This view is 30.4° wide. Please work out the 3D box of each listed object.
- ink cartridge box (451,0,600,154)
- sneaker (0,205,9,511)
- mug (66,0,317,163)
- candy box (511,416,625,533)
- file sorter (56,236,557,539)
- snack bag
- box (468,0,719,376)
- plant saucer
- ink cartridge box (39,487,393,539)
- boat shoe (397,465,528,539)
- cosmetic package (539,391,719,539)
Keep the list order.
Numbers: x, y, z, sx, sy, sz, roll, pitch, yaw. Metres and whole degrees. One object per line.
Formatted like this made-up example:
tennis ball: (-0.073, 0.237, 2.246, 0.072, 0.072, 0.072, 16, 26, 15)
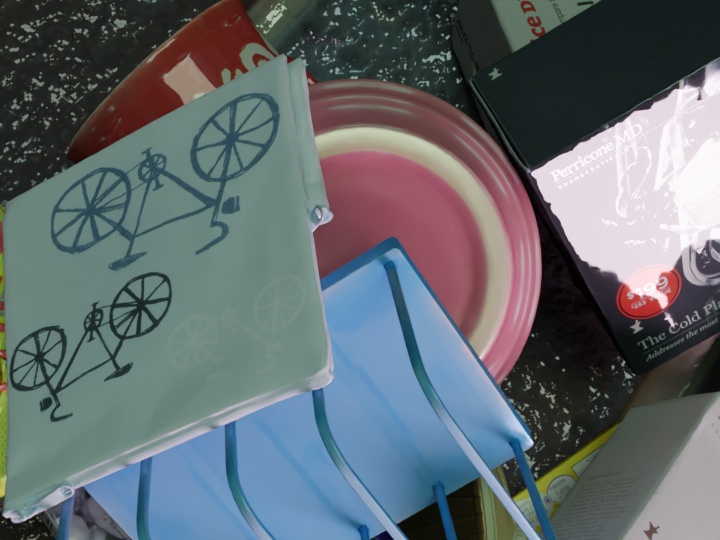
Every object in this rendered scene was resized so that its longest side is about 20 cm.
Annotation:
ink cartridge box: (0.176, -0.146, 0.866, 0.200, 0.084, 0.145, -10, 55, -10)
sneaker: (-0.210, 0.034, 0.711, 0.078, 0.090, 0.200, -17, 57, -5)
mug: (-0.039, -0.053, 0.780, 0.200, 0.133, 0.178, 47, 61, -3)
candy box: (0.120, 0.178, 0.799, 0.200, 0.026, 0.102, -30, 84, -20)
file sorter: (-0.027, 0.111, 0.622, 0.200, 0.123, 0.139, -31, 116, 10)
snack bag: (-0.096, 0.005, 0.642, 0.188, 0.021, 0.200, -25, 52, 18)
box: (0.195, -0.070, 0.760, 0.200, 0.182, 0.104, -31, 38, 6)
plant saucer: (0.000, 0.000, 0.693, 0.200, 0.051, 0.201, -1, 95, -7)
ink cartridge box: (-0.076, 0.118, 0.767, 0.200, 0.043, 0.198, -34, 81, -22)
boat shoe: (0.069, 0.180, 0.741, 0.066, 0.074, 0.201, 5, 75, -43)
cosmetic package: (0.154, 0.165, 0.719, 0.200, 0.074, 0.102, -44, 105, -37)
